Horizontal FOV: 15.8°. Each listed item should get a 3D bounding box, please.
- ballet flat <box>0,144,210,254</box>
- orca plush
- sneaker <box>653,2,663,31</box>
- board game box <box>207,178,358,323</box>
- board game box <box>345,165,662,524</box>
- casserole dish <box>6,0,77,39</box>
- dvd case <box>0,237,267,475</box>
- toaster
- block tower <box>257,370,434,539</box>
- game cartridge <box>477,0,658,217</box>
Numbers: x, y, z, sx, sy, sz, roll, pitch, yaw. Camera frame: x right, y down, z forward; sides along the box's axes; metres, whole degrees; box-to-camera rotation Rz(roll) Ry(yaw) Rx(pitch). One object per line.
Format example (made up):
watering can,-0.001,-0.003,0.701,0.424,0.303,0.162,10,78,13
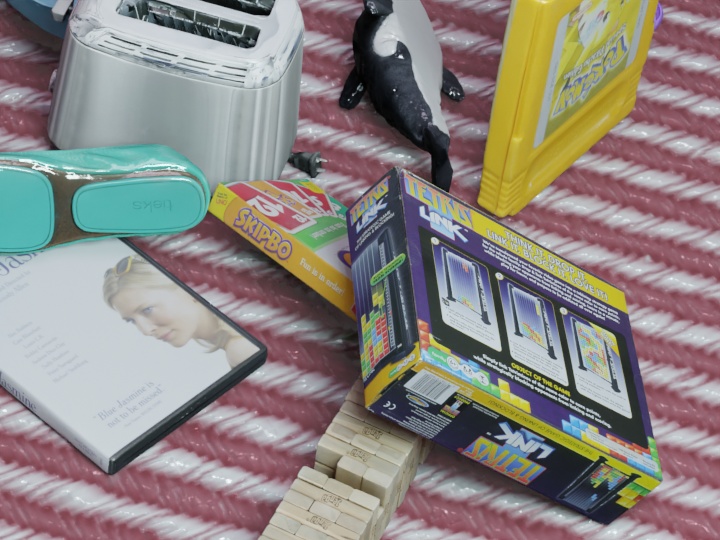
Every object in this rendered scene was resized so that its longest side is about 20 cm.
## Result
ballet flat,-0.199,-0.050,1.692,0.198,0.068,0.070,-2,20,-13
orca plush,0.023,-0.125,1.839,0.105,0.071,0.201,32,29,-47
sneaker,0.163,-0.243,1.969,0.083,0.081,0.201,-2,51,-35
board game box,0.000,0.000,1.683,0.200,0.030,0.095,39,25,29
board game box,0.087,0.047,1.601,0.199,0.057,0.166,28,35,-29
casserole dish,-0.214,-0.222,1.874,0.121,0.039,0.200,-25,43,-30
dvd case,-0.177,0.034,1.660,0.200,0.018,0.142,36,51,24
toaster,-0.115,-0.129,1.754,0.199,0.130,0.114,17,46,7
block tower,-0.009,0.137,1.562,0.057,0.054,0.200,22,47,14
game cartridge,0.150,-0.148,1.767,0.032,0.201,0.176,30,49,23
